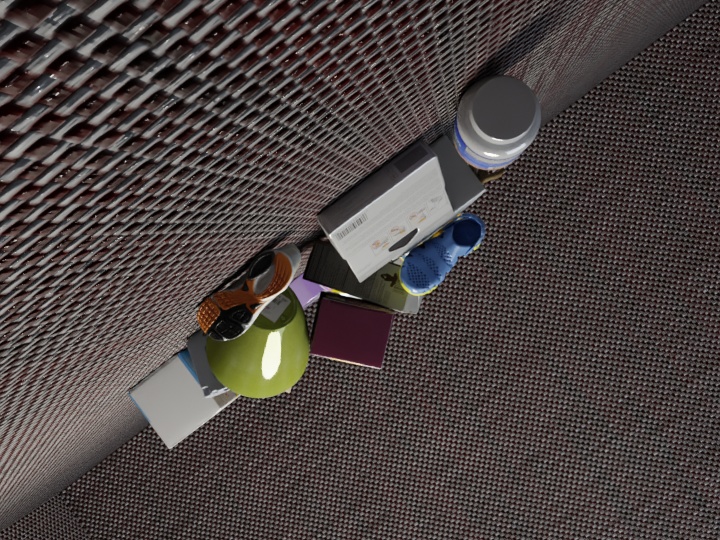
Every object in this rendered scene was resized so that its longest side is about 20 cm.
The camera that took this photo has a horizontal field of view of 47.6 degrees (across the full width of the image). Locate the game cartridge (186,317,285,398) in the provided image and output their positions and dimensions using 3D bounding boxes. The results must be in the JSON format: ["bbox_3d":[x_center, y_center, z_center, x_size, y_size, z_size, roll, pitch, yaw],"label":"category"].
[{"bbox_3d":[-0.220,0.142,1.540,0.200,0.133,0.042,-22,161,2],"label":"game cartridge"}]

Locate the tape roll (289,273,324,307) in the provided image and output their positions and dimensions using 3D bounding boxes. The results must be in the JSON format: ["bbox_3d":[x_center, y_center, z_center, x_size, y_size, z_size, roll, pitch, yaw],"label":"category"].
[{"bbox_3d":[-0.113,0.032,2.049,0.200,0.066,0.200,-36,178,-1],"label":"tape roll"}]

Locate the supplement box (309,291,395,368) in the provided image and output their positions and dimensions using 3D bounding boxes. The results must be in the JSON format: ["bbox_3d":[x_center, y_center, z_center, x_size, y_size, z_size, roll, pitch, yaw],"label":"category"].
[{"bbox_3d":[-0.019,0.103,1.476,0.200,0.131,0.103,-154,-103,-87],"label":"supplement box"}]

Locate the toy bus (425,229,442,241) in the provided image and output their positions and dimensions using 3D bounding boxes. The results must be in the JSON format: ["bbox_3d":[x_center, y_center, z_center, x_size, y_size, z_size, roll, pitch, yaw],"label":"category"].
[{"bbox_3d":[0.134,-0.082,1.631,0.078,0.065,0.200,-51,-151,-4],"label":"toy bus"}]

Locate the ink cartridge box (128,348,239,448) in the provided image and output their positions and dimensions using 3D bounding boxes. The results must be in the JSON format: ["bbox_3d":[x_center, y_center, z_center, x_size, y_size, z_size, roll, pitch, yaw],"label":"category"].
[{"bbox_3d":[-0.362,0.257,1.747,0.146,0.147,0.200,-38,179,9],"label":"ink cartridge box"}]

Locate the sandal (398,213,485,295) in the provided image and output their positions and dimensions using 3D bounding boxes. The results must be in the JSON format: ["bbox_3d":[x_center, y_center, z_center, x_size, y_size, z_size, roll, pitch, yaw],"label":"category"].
[{"bbox_3d":[0.144,-0.036,1.398,0.200,0.079,0.087,-44,177,-23],"label":"sandal"}]

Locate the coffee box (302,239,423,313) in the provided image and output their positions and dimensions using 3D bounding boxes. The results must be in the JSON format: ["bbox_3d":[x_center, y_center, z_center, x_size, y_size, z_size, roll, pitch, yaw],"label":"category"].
[{"bbox_3d":[0.011,0.012,1.499,0.114,0.200,0.080,16,92,-72],"label":"coffee box"}]

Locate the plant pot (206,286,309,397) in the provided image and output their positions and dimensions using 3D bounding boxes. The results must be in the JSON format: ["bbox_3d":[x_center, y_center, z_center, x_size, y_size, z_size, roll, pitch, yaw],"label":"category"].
[{"bbox_3d":[-0.167,0.096,1.397,0.187,0.187,0.200,-36,165,-26],"label":"plant pot"}]

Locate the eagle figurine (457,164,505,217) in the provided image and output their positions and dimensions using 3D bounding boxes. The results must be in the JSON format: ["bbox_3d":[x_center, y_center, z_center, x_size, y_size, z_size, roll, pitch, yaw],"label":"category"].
[{"bbox_3d":[0.180,-0.177,1.740,0.152,0.151,0.200,12,174,-39],"label":"eagle figurine"}]

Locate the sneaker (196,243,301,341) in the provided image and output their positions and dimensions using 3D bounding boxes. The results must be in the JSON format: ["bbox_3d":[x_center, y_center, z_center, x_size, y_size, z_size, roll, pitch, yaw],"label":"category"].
[{"bbox_3d":[-0.159,0.033,1.225,0.200,0.076,0.092,-37,-177,25],"label":"sneaker"}]

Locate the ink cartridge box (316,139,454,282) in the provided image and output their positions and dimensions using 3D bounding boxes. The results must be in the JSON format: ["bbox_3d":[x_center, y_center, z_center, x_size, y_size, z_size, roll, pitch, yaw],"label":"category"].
[{"bbox_3d":[0.044,-0.088,1.280,0.200,0.045,0.176,-36,151,-3],"label":"ink cartridge box"}]

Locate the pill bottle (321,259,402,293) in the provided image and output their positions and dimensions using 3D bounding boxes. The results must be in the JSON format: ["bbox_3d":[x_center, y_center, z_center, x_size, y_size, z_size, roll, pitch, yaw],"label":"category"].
[{"bbox_3d":[0.000,0.000,1.651,0.104,0.104,0.200,-35,-155,-31],"label":"pill bottle"}]

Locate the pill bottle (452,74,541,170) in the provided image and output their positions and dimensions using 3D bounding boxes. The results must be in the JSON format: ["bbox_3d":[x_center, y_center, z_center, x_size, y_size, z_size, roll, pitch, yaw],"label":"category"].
[{"bbox_3d":[0.185,-0.204,1.120,0.112,0.112,0.200,-37,177,3],"label":"pill bottle"}]

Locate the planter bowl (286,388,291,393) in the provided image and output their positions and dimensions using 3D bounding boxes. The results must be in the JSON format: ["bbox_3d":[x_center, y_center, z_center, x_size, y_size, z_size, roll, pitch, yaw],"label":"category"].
[{"bbox_3d":[-0.205,0.145,1.662,0.135,0.200,0.200,-64,-176,-11],"label":"planter bowl"}]

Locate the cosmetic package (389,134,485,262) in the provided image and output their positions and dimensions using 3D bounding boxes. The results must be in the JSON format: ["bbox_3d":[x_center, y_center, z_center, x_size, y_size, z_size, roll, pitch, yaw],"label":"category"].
[{"bbox_3d":[0.101,-0.120,1.452,0.200,0.123,0.199,-38,178,1],"label":"cosmetic package"}]

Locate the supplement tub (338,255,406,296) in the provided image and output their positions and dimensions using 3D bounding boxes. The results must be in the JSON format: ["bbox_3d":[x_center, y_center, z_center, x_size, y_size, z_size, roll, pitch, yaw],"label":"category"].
[{"bbox_3d":[0.030,-0.035,1.820,0.200,0.145,0.145,-38,178,21],"label":"supplement tub"}]
